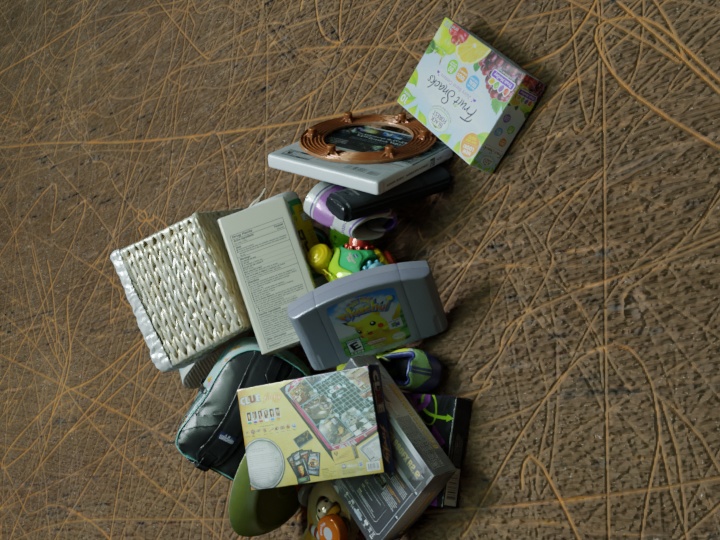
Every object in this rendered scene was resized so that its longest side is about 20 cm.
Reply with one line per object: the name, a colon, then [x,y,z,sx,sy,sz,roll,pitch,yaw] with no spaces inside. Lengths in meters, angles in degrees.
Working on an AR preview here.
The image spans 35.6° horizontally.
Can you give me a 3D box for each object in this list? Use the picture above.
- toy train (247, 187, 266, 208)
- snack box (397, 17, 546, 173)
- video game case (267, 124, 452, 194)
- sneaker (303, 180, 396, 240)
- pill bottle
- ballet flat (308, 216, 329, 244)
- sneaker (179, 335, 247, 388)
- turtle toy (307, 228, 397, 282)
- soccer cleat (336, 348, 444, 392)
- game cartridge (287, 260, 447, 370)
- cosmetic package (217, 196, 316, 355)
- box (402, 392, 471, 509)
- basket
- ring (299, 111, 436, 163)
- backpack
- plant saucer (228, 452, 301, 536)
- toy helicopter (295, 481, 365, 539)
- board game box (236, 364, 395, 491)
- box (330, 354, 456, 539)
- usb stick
toy train: [-0.204,-0.032,1.867,0.200,0.084,0.116,-43,53,29]
snack box: [0.150,-0.247,1.567,0.143,0.053,0.200,-60,43,17]
video game case: [0.001,-0.162,1.589,0.199,0.181,0.024,17,121,35]
sneaker: [0.018,-0.098,1.603,0.114,0.200,0.073,30,131,20]
pill bottle: [-0.106,-0.007,1.680,0.112,0.112,0.202,-24,90,40]
ballet flat: [-0.119,-0.034,1.797,0.199,0.068,0.068,-29,38,32]
sneaker: [-0.252,0.105,1.879,0.200,0.074,0.082,-48,50,25]
turtle toy: [0.000,0.000,1.601,0.101,0.146,0.201,-36,50,5]
soccer cleat: [0.027,0.131,1.552,0.199,0.083,0.065,-1,77,48]
game cartridge: [0.009,0.058,1.495,0.198,0.134,0.041,-18,41,4]
cosmetic package: [-0.120,0.009,1.579,0.104,0.071,0.202,-18,84,0]
box: [0.058,0.237,1.519,0.199,0.036,0.145,-3,75,48]
basket: [-0.239,0.025,1.705,0.160,0.198,0.202,-24,88,19]
ring: [0.010,-0.196,1.609,0.200,0.199,0.019,31,131,48]
backpack: [-0.159,0.203,1.664,0.201,0.175,0.153,-58,8,11]
plant saucer: [-0.110,0.289,1.580,0.031,0.199,0.202,22,94,28]
toy helicopter: [-0.065,0.362,1.582,0.133,0.078,0.201,54,132,27]
board game box: [-0.060,0.204,1.448,0.198,0.035,0.137,-12,82,25]
box: [0.018,0.237,1.475,0.201,0.048,0.159,52,125,28]
usb stick: [0.042,-0.109,1.542,0.055,0.199,0.033,42,136,34]
